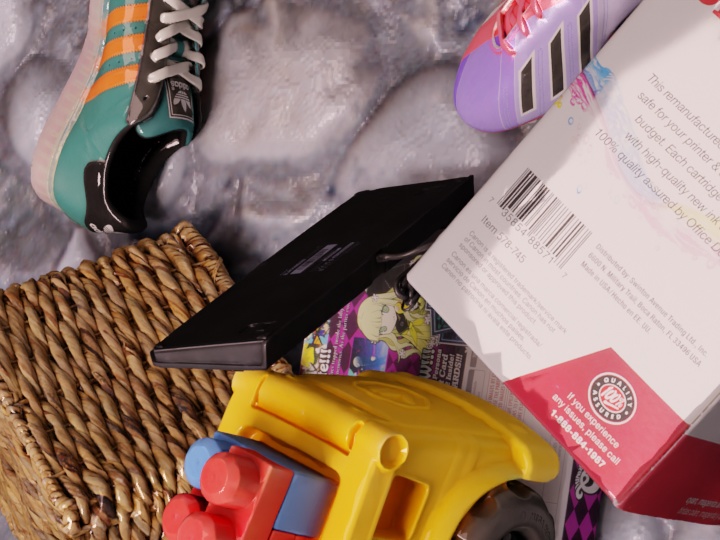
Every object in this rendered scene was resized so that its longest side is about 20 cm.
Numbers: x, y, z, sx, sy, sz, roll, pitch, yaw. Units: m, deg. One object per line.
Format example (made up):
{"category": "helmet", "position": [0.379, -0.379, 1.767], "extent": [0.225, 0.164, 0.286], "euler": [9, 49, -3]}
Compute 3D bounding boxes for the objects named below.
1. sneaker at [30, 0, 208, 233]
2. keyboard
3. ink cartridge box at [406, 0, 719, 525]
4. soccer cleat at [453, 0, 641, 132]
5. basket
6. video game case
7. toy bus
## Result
{"category": "sneaker", "position": [-0.114, -0.115, 1.361], "extent": [0.080, 0.071, 0.201], "euler": [29, 103, 35]}
{"category": "keyboard", "position": [0.000, 0.000, 1.150], "extent": [0.126, 0.200, 0.021], "euler": [-6, 111, 36]}
{"category": "ink cartridge box", "position": [0.155, -0.014, 1.045], "extent": [0.200, 0.144, 0.145], "euler": [-49, 63, 13]}
{"category": "soccer cleat", "position": [0.109, -0.142, 1.175], "extent": [0.200, 0.076, 0.067], "euler": [-38, 59, 26]}
{"category": "basket", "position": [-0.115, 0.097, 1.294], "extent": [0.200, 0.148, 0.143], "euler": [52, 154, 44]}
{"category": "video game case", "position": [0.042, 0.079, 1.207], "extent": [0.180, 0.036, 0.201], "euler": [3, 82, 39]}
{"category": "toy bus", "position": [-0.026, 0.142, 1.100], "extent": [0.135, 0.191, 0.201], "euler": [23, 96, 39]}
